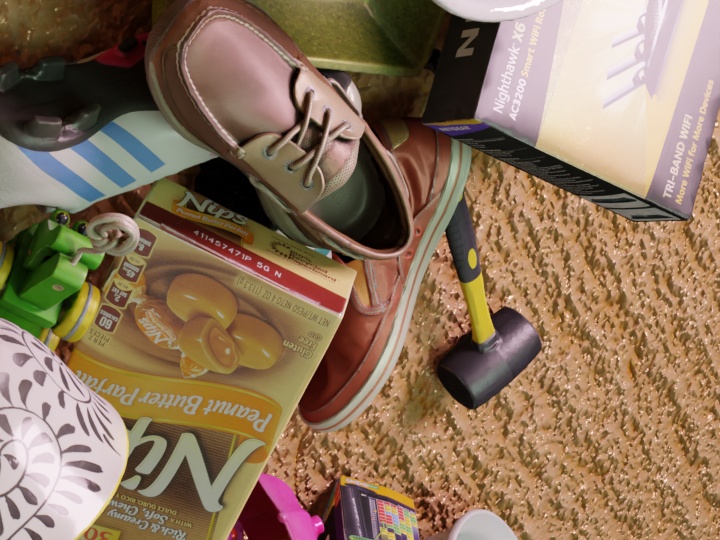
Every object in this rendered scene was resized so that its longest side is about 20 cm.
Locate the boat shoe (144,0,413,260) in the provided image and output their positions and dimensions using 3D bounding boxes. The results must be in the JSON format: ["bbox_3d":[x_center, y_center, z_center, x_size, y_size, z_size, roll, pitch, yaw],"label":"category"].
[{"bbox_3d":[-0.031,-0.068,1.132,0.076,0.072,0.200,-56,141,-7],"label":"boat shoe"}]

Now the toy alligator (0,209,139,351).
[{"bbox_3d":[-0.152,-0.003,1.127,0.059,0.200,0.054,27,55,-22],"label":"toy alligator"}]

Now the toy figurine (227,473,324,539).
[{"bbox_3d":[-0.104,0.196,1.357,0.200,0.150,0.184,34,77,-29],"label":"toy figurine"}]

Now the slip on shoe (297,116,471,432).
[{"bbox_3d":[0.000,0.000,1.340,0.061,0.074,0.200,12,112,-26],"label":"slip on shoe"}]

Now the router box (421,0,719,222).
[{"bbox_3d":[0.133,-0.145,1.275,0.157,0.052,0.200,21,78,-31],"label":"router box"}]

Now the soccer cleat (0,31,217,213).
[{"bbox_3d":[-0.123,-0.070,1.159,0.200,0.070,0.086,-12,148,-44],"label":"soccer cleat"}]

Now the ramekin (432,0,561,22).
[{"bbox_3d":[0.061,-0.230,1.115,0.200,0.098,0.201,-28,137,-31],"label":"ramekin"}]

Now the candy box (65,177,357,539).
[{"bbox_3d":[-0.096,0.064,1.209,0.200,0.115,0.055,-63,-177,27],"label":"candy box"}]

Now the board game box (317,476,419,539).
[{"bbox_3d":[-0.020,0.251,1.432,0.057,0.165,0.200,19,109,-11],"label":"board game box"}]

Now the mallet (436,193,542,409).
[{"bbox_3d":[0.075,0.001,1.430,0.066,0.041,0.200,-35,141,-25],"label":"mallet"}]

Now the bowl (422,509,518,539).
[{"bbox_3d":[0.057,0.263,1.548,0.201,0.090,0.202,-13,90,-68],"label":"bowl"}]

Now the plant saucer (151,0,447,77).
[{"bbox_3d":[-0.014,-0.203,1.175,0.200,0.048,0.200,0,118,-48],"label":"plant saucer"}]

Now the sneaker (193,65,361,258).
[{"bbox_3d":[-0.045,-0.023,1.277,0.093,0.070,0.200,-5,122,-61],"label":"sneaker"}]

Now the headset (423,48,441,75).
[{"bbox_3d":[0.097,-0.129,1.353,0.200,0.094,0.124,-22,129,-55],"label":"headset"}]

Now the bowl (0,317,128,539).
[{"bbox_3d":[-0.215,0.072,1.071,0.201,0.201,0.094,-33,123,-26],"label":"bowl"}]
